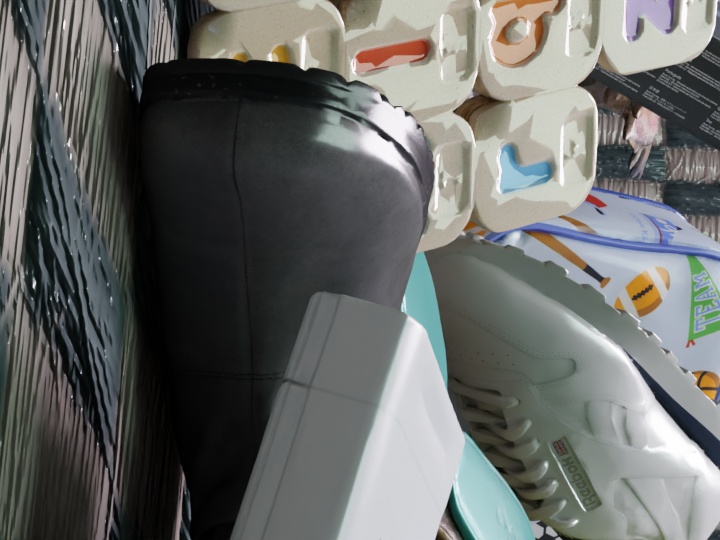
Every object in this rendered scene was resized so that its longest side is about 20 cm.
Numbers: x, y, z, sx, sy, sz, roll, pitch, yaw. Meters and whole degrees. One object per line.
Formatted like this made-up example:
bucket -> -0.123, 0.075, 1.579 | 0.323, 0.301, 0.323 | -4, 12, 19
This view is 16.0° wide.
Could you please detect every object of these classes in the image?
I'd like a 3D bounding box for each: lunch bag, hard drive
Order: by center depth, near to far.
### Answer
hard drive -> -0.022, 0.116, 0.532 | 0.132, 0.027, 0.201 | 68, 38, -74
lunch bag -> 0.063, 0.052, 1.051 | 0.076, 0.160, 0.201 | 46, -57, 55

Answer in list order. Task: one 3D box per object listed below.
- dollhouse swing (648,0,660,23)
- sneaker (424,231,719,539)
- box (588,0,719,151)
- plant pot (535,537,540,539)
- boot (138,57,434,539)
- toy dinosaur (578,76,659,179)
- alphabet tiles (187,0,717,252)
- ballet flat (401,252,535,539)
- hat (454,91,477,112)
dollhouse swing -> 0.132, -0.176, 0.786 | 0.182, 0.175, 0.201 | -35, 132, -59
sneaker -> 0.074, 0.054, 0.953 | 0.081, 0.200, 0.076 | -55, -144, -6
box -> 0.087, -0.143, 1.041 | 0.044, 0.199, 0.161 | -48, -153, 30
plant pot -> 0.045, 0.199, 0.949 | 0.193, 0.199, 0.201 | -103, -169, -56
boot -> -0.022, 0.043, 0.626 | 0.200, 0.069, 0.132 | 75, 23, -64
toy dinosaur -> 0.070, -0.088, 1.186 | 0.200, 0.135, 0.086 | -140, -141, -57
alphabet tiles -> 0.030, -0.105, 0.717 | 0.015, 0.195, 0.201 | 24, -59, 46
ballet flat -> 0.004, 0.055, 0.856 | 0.200, 0.072, 0.068 | 66, 24, -48
hat -> 0.021, -0.084, 1.055 | 0.201, 0.080, 0.202 | 2, 90, -87
